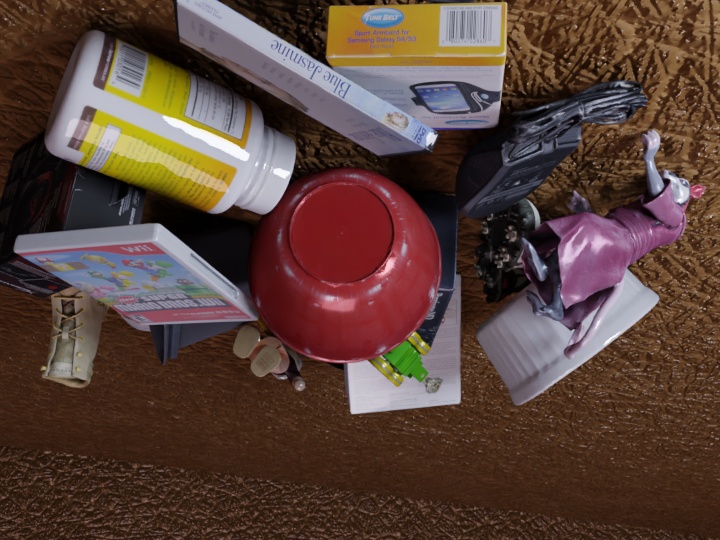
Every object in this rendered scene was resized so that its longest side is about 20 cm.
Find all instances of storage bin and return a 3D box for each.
[{"bbox_3d":[-0.204,0.014,0.955,0.133,0.146,0.200,-15,162,-22],"label":"storage bin"}]

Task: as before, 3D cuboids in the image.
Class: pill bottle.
[{"bbox_3d":[-0.161,-0.119,0.663,0.199,0.110,0.109,21,152,-28],"label":"pill bottle"}]

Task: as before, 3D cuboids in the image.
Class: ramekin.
[{"bbox_3d":[0.228,0.055,0.865,0.200,0.098,0.201,-35,169,-8],"label":"ramekin"}]

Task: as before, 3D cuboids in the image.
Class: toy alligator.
[{"bbox_3d":[0.046,0.099,0.885,0.054,0.059,0.200,40,176,31],"label":"toy alligator"}]

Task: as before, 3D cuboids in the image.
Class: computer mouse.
[{"bbox_3d":[0.144,-0.109,0.671,0.138,0.053,0.200,-18,166,-23],"label":"computer mouse"}]

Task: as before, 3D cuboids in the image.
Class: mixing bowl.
[{"bbox_3d":[-0.017,-0.020,0.718,0.198,0.202,0.108,5,165,2],"label":"mixing bowl"}]

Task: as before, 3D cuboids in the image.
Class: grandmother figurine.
[{"bbox_3d":[-0.122,0.127,1.095,0.060,0.122,0.200,-37,169,-1],"label":"grandmother figurine"}]

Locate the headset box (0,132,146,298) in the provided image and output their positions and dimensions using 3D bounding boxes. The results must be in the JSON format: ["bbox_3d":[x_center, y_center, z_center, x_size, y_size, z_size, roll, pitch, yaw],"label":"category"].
[{"bbox_3d":[-0.284,-0.069,0.749,0.199,0.150,0.075,-17,149,40],"label":"headset box"}]

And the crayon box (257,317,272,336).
[{"bbox_3d":[-0.079,0.061,1.104,0.198,0.051,0.127,2,155,9],"label":"crayon box"}]

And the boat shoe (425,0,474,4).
[{"bbox_3d":[-0.009,-0.214,0.478,0.198,0.063,0.073,8,154,-6],"label":"boat shoe"}]

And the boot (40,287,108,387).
[{"bbox_3d":[-0.416,0.074,1.079,0.072,0.157,0.200,7,155,-2],"label":"boot"}]

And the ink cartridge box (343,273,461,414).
[{"bbox_3d":[0.056,0.096,1.042,0.161,0.202,0.050,-5,-160,-5],"label":"ink cartridge box"}]

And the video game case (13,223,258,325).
[{"bbox_3d":[-0.199,0.010,0.710,0.142,0.018,0.200,-3,156,17],"label":"video game case"}]

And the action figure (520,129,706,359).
[{"bbox_3d":[0.252,-0.030,0.718,0.199,0.150,0.134,-25,167,-9],"label":"action figure"}]

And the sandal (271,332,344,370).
[{"bbox_3d":[-0.034,0.116,1.094,0.199,0.048,0.075,15,154,-18],"label":"sandal"}]

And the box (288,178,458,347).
[{"bbox_3d":[0.000,0.000,0.877,0.198,0.118,0.197,5,155,-1],"label":"box"}]

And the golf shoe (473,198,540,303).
[{"bbox_3d":[0.180,-0.032,0.842,0.087,0.078,0.200,-14,159,-3],"label":"golf shoe"}]

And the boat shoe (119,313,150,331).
[{"bbox_3d":[-0.283,0.062,1.119,0.199,0.074,0.067,-7,155,27],"label":"boat shoe"}]

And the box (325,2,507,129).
[{"bbox_3d":[0.050,-0.147,0.583,0.118,0.042,0.200,2,178,8],"label":"box"}]

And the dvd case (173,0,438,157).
[{"bbox_3d":[-0.047,-0.141,0.573,0.199,0.018,0.143,28,180,-14],"label":"dvd case"}]
